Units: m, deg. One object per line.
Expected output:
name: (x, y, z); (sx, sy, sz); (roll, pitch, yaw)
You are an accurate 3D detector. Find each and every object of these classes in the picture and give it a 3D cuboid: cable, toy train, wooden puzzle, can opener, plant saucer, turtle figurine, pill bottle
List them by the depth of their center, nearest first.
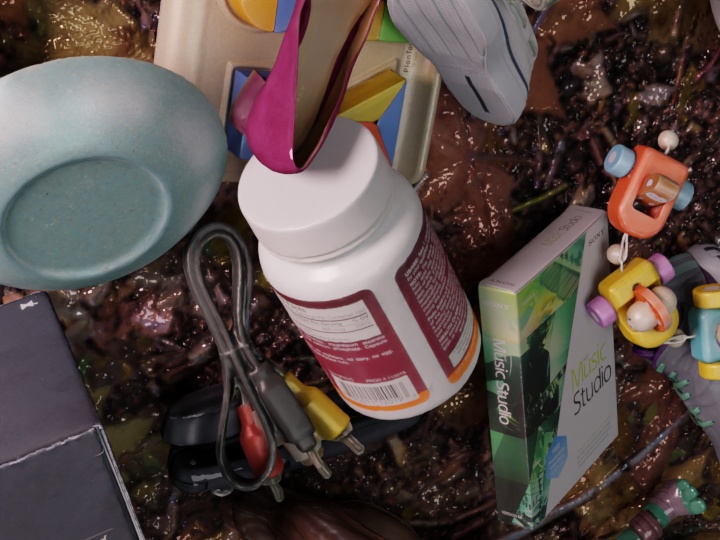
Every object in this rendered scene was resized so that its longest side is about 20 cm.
plant saucer: (-0.175, -0.044, 0.959); (0.200, 0.039, 0.201); (-14, 142, -11)
wooden puzzle: (-0.033, -0.142, 1.017); (0.199, 0.046, 0.186); (1, 112, -23)
pill bottle: (0.000, 0.000, 1.028); (0.114, 0.114, 0.200); (-34, 135, -6)
cable: (-0.081, 0.068, 1.054); (0.097, 0.050, 0.200); (-30, 96, -10)
can opener: (-0.047, 0.117, 1.111); (0.199, 0.064, 0.079); (-7, 144, -23)
toy train: (0.251, -0.003, 1.134); (0.200, 0.056, 0.151); (30, 90, -20)
turtle figurine: (0.203, 0.261, 1.259); (0.200, 0.101, 0.150); (-32, 128, -22)

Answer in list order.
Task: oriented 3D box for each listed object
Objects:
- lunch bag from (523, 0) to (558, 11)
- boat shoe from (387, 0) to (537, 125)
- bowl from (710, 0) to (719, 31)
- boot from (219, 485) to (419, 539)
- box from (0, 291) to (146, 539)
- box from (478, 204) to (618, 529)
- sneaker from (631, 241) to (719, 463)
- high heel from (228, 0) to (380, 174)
lunch bag: (0.123, -0.278, 0.931); (0.167, 0.200, 0.140); (-33, 150, -12)
boat shoe: (0.071, -0.168, 1.007); (0.067, 0.073, 0.200); (-66, 159, -13)
bowl: (0.323, -0.223, 1.103); (0.200, 0.090, 0.202); (-9, 116, -19)
boot: (0.013, 0.207, 1.092); (0.186, 0.200, 0.064); (18, 85, -30)
box: (-0.208, 0.152, 0.982); (0.124, 0.200, 0.197); (-20, 118, -12)
box: (0.143, 0.070, 1.146); (0.144, 0.036, 0.201); (-38, 128, -46)
sneaker: (0.261, 0.079, 1.228); (0.087, 0.074, 0.201); (-16, 106, -4)
high heel: (-0.008, -0.152, 0.943); (0.067, 0.096, 0.201); (20, 102, -32)
